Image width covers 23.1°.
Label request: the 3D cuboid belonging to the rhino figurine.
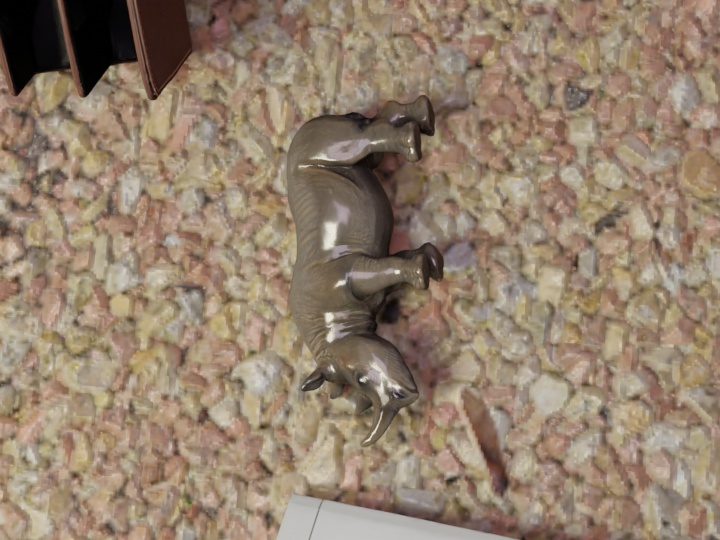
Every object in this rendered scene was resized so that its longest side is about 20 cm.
[{"bbox_3d":[0.000,0.000,0.998,0.087,0.060,0.201,-6,79,18],"label":"rhino figurine"}]

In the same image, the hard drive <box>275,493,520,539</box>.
[{"bbox_3d":[0.040,0.199,0.938,0.200,0.027,0.132,10,58,14],"label":"hard drive"}]

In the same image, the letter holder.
[{"bbox_3d":[-0.164,-0.197,0.971,0.100,0.142,0.200,-6,109,4],"label":"letter holder"}]
